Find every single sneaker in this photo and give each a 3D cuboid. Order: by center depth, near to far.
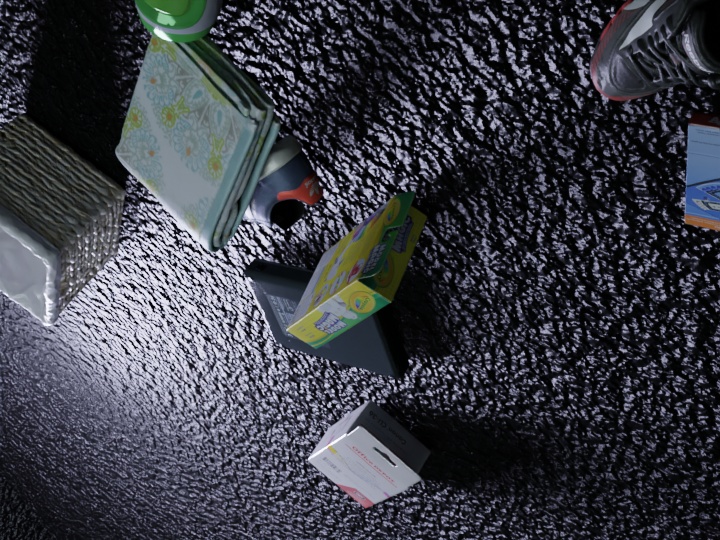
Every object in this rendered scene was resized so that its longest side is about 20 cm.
[{"bbox_3d":[0.221,-0.160,0.658,0.071,0.098,0.200,44,148,-13],"label":"sneaker"},{"bbox_3d":[-0.116,-0.076,1.096,0.085,0.075,0.200,53,144,-13],"label":"sneaker"}]

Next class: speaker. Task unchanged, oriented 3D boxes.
[{"bbox_3d":[-0.158,-0.300,0.864,0.088,0.089,0.200,33,146,9],"label":"speaker"}]

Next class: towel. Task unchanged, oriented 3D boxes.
[{"bbox_3d":[-0.174,-0.142,1.029,0.171,0.048,0.200,46,130,19],"label":"towel"}]

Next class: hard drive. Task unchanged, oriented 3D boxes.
[{"bbox_3d":[-0.043,0.060,1.226,0.199,0.033,0.140,12,138,34],"label":"hard drive"}]

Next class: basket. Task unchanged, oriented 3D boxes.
[{"bbox_3d":[-0.451,-0.070,1.345,0.199,0.161,0.198,35,146,4],"label":"basket"}]

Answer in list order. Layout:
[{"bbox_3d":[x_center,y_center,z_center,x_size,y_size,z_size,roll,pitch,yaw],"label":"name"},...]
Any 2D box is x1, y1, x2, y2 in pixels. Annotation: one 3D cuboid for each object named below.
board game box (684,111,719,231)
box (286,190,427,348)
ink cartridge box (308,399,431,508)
[{"bbox_3d":[0.345,-0.057,0.731,0.199,0.019,0.103,16,139,30],"label":"board game box"},{"bbox_3d":[0.000,0.000,1.037,0.048,0.118,0.200,32,149,-12],"label":"box"},{"bbox_3d":[0.018,0.256,1.369,0.116,0.068,0.200,40,148,-4],"label":"ink cartridge box"}]
